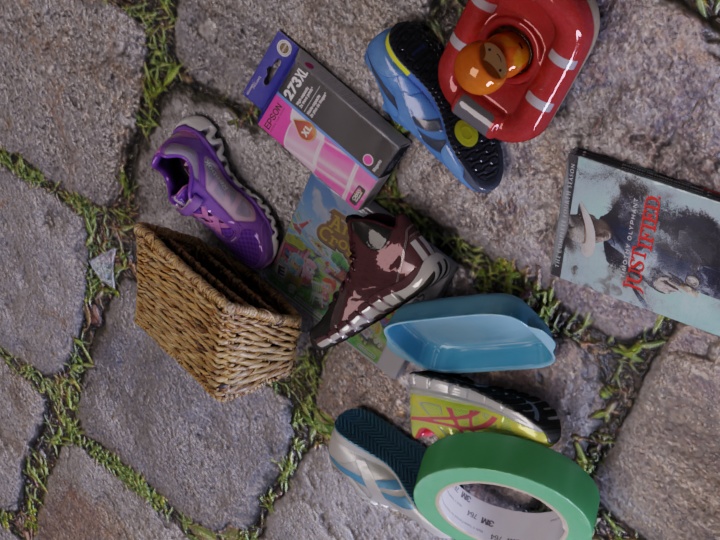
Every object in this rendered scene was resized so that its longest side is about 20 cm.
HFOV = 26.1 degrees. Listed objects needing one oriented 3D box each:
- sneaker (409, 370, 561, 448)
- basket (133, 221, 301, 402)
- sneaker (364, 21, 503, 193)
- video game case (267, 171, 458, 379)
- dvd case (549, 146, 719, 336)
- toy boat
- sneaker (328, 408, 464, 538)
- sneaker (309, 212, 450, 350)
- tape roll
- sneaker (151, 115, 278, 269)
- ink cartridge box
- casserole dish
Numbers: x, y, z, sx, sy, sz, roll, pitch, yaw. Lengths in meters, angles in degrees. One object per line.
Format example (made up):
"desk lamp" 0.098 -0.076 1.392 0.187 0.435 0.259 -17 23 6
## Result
"sneaker" 0.135 0.172 1.713 0.200 0.078 0.090 15 97 42
"basket" -0.159 0.029 1.819 0.200 0.143 0.149 38 135 37
"sneaker" 0.074 -0.162 1.613 0.200 0.066 0.078 56 144 0
"video game case" -0.003 0.003 1.777 0.200 0.022 0.182 37 130 15
"dvd case" 0.289 -0.028 1.546 0.200 0.022 0.146 23 125 27
"toy boat" 0.137 -0.208 1.492 0.130 0.131 0.200 38 130 15
"sneaker" 0.046 0.249 1.842 0.200 0.076 0.081 39 139 22
"sneaker" 0.000 0.000 1.721 0.200 0.076 0.116 -34 86 31
"tape roll" 0.160 0.250 1.706 0.200 0.048 0.200 14 146 9
"sneaker" -0.177 -0.081 1.819 0.080 0.088 0.200 -32 92 41
"ink cartridge box" -0.046 -0.165 1.708 0.200 0.037 0.095 43 123 13
"casserole dish" 0.120 0.066 1.675 0.200 0.039 0.121 -6 146 35
